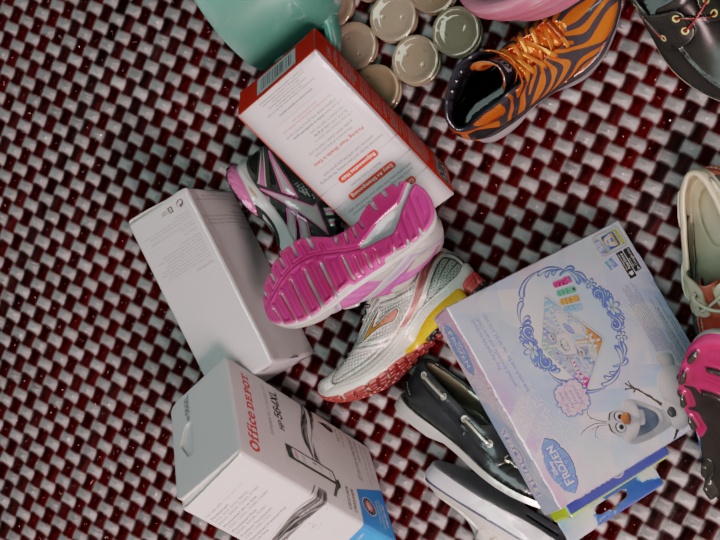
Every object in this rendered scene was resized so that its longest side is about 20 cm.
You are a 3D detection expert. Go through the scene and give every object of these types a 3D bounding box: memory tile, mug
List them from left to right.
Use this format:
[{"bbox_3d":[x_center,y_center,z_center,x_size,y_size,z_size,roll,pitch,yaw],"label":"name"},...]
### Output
[{"bbox_3d":[-0.079,-0.278,1.191,0.114,0.152,0.185,-32,124,17],"label":"mug"},{"bbox_3d":[0.015,-0.240,1.235,0.200,0.017,0.153,-32,80,19],"label":"memory tile"}]

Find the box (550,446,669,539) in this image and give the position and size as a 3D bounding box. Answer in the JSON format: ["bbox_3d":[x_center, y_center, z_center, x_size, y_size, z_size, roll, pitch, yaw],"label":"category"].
[{"bbox_3d":[0.194,0.136,1.135,0.122,0.048,0.200,-27,80,-18],"label":"box"}]

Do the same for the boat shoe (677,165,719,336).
[{"bbox_3d":[0.321,0.006,1.095,0.071,0.063,0.200,-5,89,40],"label":"boat shoe"}]

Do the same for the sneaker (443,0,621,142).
[{"bbox_3d":[0.158,-0.194,1.131,0.078,0.112,0.200,47,106,13],"label":"sneaker"}]

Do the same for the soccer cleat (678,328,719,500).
[{"bbox_3d":[0.322,0.115,1.058,0.070,0.086,0.200,13,134,36],"label":"soccer cleat"}]

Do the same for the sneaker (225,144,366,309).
[{"bbox_3d":[-0.048,-0.053,1.236,0.086,0.080,0.200,-41,83,6],"label":"sneaker"}]

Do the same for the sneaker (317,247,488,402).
[{"bbox_3d":[0.032,0.056,1.214,0.200,0.078,0.082,-43,73,7],"label":"sneaker"}]

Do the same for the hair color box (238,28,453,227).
[{"bbox_3d":[-0.013,-0.122,1.171,0.101,0.061,0.200,-37,115,17],"label":"hair color box"}]

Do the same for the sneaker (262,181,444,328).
[{"bbox_3d":[0.000,0.000,1.156,0.200,0.088,0.081,-29,60,18],"label":"sneaker"}]

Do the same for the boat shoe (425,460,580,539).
[{"bbox_3d":[0.140,0.260,1.180,0.200,0.071,0.070,31,99,10],"label":"boat shoe"}]

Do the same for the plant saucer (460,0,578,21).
[{"bbox_3d":[0.178,-0.299,1.104,0.200,0.201,0.051,-41,121,17],"label":"plant saucer"}]

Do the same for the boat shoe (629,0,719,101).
[{"bbox_3d":[0.291,-0.235,1.108,0.074,0.063,0.202,-36,81,15],"label":"boat shoe"}]

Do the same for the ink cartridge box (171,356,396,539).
[{"bbox_3d":[-0.075,0.194,1.165,0.084,0.146,0.200,-44,122,16],"label":"ink cartridge box"}]

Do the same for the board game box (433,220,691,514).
[{"bbox_3d":[0.199,0.083,1.101,0.199,0.043,0.200,-25,80,-22],"label":"board game box"}]

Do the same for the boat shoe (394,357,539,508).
[{"bbox_3d":[0.125,0.158,1.176,0.200,0.076,0.060,31,108,16],"label":"boat shoe"}]

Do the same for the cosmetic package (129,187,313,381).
[{"bbox_3d":[-0.140,0.020,1.253,0.081,0.113,0.200,-29,80,19],"label":"cosmetic package"}]
